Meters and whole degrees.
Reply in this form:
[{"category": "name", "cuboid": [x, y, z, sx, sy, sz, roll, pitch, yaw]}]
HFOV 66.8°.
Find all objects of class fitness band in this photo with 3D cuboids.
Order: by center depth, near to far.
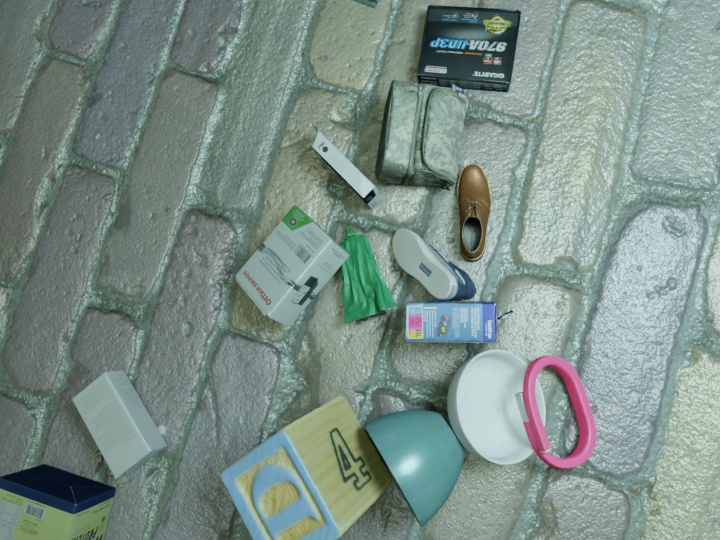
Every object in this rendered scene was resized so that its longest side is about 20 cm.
[{"category": "fitness band", "cuboid": [0.361, 0.258, 1.003, 0.142, 0.037, 0.203, -12, 81, -26]}]

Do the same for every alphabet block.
[{"category": "alphabet block", "cuboid": [-0.095, 0.382, 1.003, 0.195, 0.199, 0.198, -37, 77, 26]}]

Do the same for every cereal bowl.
[{"category": "cereal bowl", "cuboid": [0.242, 0.254, 1.020, 0.197, 0.083, 0.204, 7, 72, -22]}]

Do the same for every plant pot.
[{"category": "plant pot", "cuboid": [0.112, 0.339, 1.008, 0.134, 0.200, 0.202, -30, 78, -9]}]

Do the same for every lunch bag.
[{"category": "lunch bag", "cuboid": [0.126, -0.273, 1.110, 0.165, 0.139, 0.204, 9, 85, -4]}]

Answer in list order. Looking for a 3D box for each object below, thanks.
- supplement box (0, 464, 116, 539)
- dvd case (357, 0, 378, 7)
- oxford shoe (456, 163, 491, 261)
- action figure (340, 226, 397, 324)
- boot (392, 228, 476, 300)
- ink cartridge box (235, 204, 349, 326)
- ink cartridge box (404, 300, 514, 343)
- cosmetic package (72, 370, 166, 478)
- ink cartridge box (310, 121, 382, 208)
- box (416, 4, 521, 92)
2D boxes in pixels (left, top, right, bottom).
[{"category": "supplement box", "cuboid": [-0.662, 0.549, 1.152, 0.197, 0.134, 0.203, 12, 85, 12]}, {"category": "dvd case", "cuboid": [0.014, -0.714, 1.243, 0.144, 0.022, 0.202, 25, 87, 13]}, {"category": "oxford shoe", "cuboid": [0.229, -0.124, 1.099, 0.070, 0.071, 0.204, -2, 81, 12]}, {"category": "action figure", "cuboid": [0.000, 0.000, 1.135, 0.116, 0.055, 0.203, -17, 73, 10]}, {"category": "boot", "cuboid": [0.146, -0.009, 1.106, 0.073, 0.089, 0.201, -56, 48, 25]}, {"category": "ink cartridge box", "cuboid": [-0.143, -0.009, 1.129, 0.200, 0.083, 0.147, -48, 55, 2]}, {"category": "ink cartridge box", "cuboid": [0.189, 0.097, 1.043, 0.196, 0.136, 0.078, 1, 88, 11]}, {"category": "cosmetic package", "cuboid": [-0.522, 0.329, 1.186, 0.101, 0.071, 0.201, -37, 77, 4]}, {"category": "ink cartridge box", "cuboid": [-0.039, -0.219, 1.149, 0.039, 0.099, 0.200, -43, 76, 4]}, {"category": "box", "cuboid": [0.227, -0.470, 1.155, 0.197, 0.046, 0.162, 9, 85, 12]}]
